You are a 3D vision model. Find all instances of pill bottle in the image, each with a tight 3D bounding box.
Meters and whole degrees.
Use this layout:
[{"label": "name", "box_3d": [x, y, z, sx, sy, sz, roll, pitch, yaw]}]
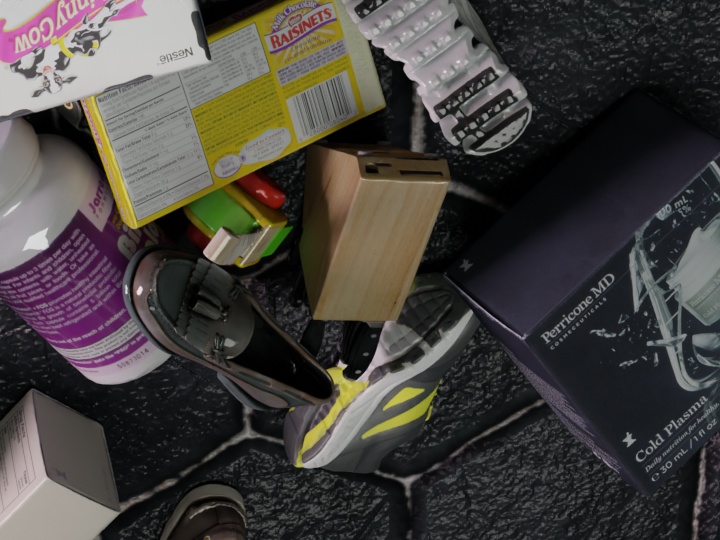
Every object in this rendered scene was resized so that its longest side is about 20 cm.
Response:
[{"label": "pill bottle", "box_3d": [-0.204, -0.021, 1.553, 0.112, 0.112, 0.200, -34, 128, 11]}]

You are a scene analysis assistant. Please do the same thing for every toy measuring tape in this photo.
[{"label": "toy measuring tape", "box_3d": [-0.093, -0.037, 1.546, 0.074, 0.200, 0.074, 1, 94, 9]}]

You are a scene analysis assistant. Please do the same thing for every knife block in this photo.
[{"label": "knife block", "box_3d": [0.000, 0.000, 1.590, 0.064, 0.200, 0.176, 0, 97, -16]}]

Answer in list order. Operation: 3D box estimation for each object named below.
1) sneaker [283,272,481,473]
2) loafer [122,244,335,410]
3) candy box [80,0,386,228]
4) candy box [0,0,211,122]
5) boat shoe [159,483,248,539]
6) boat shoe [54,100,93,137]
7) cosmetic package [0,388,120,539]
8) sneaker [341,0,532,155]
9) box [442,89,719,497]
[{"label": "sneaker", "box_3d": [0.028, 0.078, 1.728, 0.085, 0.074, 0.200, 22, 123, -44]}, {"label": "loafer", "box_3d": [-0.083, 0.039, 1.560, 0.063, 0.072, 0.200, 7, 159, 33]}, {"label": "candy box", "box_3d": [-0.082, -0.114, 1.516, 0.200, 0.026, 0.102, -27, 116, -21]}, {"label": "candy box", "box_3d": [-0.197, -0.204, 1.410, 0.168, 0.072, 0.200, -17, 113, -3]}, {"label": "boat shoe", "box_3d": [-0.141, 0.260, 1.817, 0.072, 0.060, 0.200, 14, 121, -25]}, {"label": "boat shoe", "box_3d": [-0.173, -0.131, 1.511, 0.074, 0.063, 0.201, -42, 124, 19]}, {"label": "cosmetic package", "box_3d": [-0.273, 0.196, 1.706, 0.073, 0.104, 0.200, 33, 114, -34]}, {"label": "sneaker", "box_3d": [0.041, -0.171, 1.535, 0.075, 0.081, 0.200, -28, 109, 12]}, {"label": "box", "box_3d": [0.202, 0.017, 1.654, 0.200, 0.124, 0.197, -44, 125, -4]}]
